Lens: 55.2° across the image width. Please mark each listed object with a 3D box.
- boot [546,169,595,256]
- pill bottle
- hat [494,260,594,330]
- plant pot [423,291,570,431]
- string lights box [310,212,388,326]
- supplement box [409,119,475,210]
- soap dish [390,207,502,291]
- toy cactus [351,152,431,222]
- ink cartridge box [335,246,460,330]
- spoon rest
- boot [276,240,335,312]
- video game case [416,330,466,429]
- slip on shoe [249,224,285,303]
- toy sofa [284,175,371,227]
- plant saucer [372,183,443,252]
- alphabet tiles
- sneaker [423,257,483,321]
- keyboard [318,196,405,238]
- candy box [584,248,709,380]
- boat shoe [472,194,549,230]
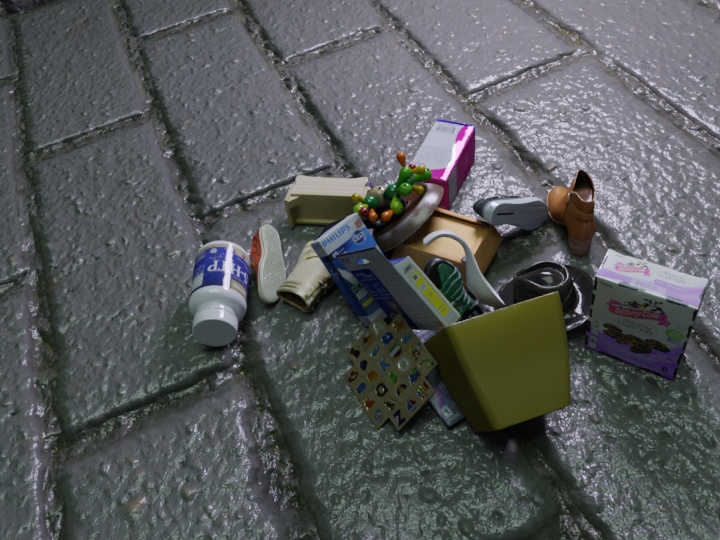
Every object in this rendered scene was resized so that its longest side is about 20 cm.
[{"bbox_3d":[0.445,-0.150,1.434,0.073,0.156,0.202,-13,47,0],"label":"boot"},{"bbox_3d":[-0.292,0.049,1.426,0.118,0.121,0.202,-8,48,4],"label":"pill bottle"},{"bbox_3d":[0.345,0.034,1.317,0.198,0.081,0.202,-17,41,16],"label":"hat"},{"bbox_3d":[0.241,0.165,1.159,0.197,0.200,0.179,-16,79,-9],"label":"plant pot"},{"bbox_3d":[0.000,0.000,1.366,0.102,0.201,0.059,-37,11,-19],"label":"string lights box"},{"bbox_3d":[0.190,-0.246,1.605,0.100,0.104,0.201,15,52,22],"label":"supplement box"},{"bbox_3d":[0.180,-0.054,1.451,0.198,0.082,0.158,19,55,27],"label":"soap dish"},{"bbox_3d":[0.050,-0.163,1.422,0.200,0.103,0.165,-42,14,-20],"label":"toy cactus"},{"bbox_3d":[0.063,0.026,1.252,0.047,0.201,0.197,-44,13,-19],"label":"ink cartridge box"},{"bbox_3d":[0.208,-0.006,1.313,0.061,0.200,0.099,-45,10,11],"label":"spoon rest"},{"bbox_3d":[-0.064,0.021,1.437,0.197,0.073,0.156,15,53,25],"label":"boot"},{"bbox_3d":[0.166,0.184,1.287,0.142,0.019,0.200,-28,51,-14],"label":"video game case"},{"bbox_3d":[-0.208,-0.009,1.507,0.061,0.074,0.202,-33,48,28],"label":"slip on shoe"},{"bbox_3d":[-0.069,-0.155,1.589,0.197,0.084,0.098,3,44,14],"label":"toy sofa"},{"bbox_3d":[0.093,-0.121,1.480,0.199,0.032,0.201,-39,18,15],"label":"plant saucer"},{"bbox_3d":[0.052,0.183,1.255,0.167,0.006,0.201,-50,49,14],"label":"alphabet tiles"},{"bbox_3d":[0.156,0.039,1.299,0.074,0.201,0.087,-42,40,-6],"label":"sneaker"},{"bbox_3d":[0.002,-0.100,1.463,0.198,0.021,0.127,-19,20,19],"label":"keyboard"},{"bbox_3d":[0.488,0.078,1.194,0.166,0.202,0.072,21,55,27],"label":"candy box"},{"bbox_3d":[0.320,-0.133,1.455,0.198,0.073,0.071,2,27,-40],"label":"boat shoe"}]
